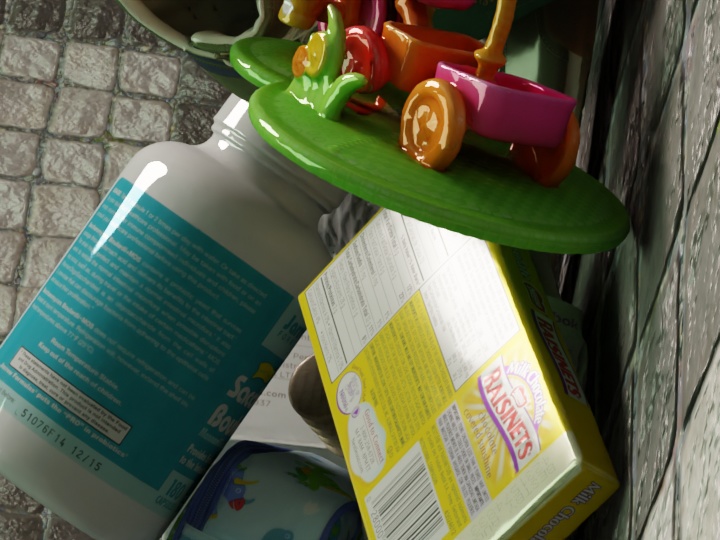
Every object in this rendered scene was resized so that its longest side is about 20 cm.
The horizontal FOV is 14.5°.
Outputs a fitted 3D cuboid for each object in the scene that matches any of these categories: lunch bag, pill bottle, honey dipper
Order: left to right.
[{"bbox_3d":[-0.086,0.020,1.284,0.200,0.111,0.111,-55,2,-1],"label":"pill bottle"},{"bbox_3d":[-0.058,0.181,1.325,0.201,0.082,0.161,-66,-15,4],"label":"lunch bag"},{"bbox_3d":[0.017,0.099,1.399,0.200,0.038,0.038,53,-143,-55],"label":"honey dipper"}]

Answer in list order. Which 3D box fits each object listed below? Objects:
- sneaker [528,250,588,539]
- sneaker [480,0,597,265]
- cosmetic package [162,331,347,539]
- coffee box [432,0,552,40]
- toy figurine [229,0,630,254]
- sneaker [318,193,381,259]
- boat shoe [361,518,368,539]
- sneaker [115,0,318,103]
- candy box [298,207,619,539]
[{"bbox_3d":[0.050,0.067,1.114,0.100,0.075,0.201,118,158,-43],"label":"sneaker"},{"bbox_3d":[0.044,-0.051,1.212,0.067,0.089,0.201,-84,3,-64],"label":"sneaker"},{"bbox_3d":[-0.021,0.084,1.602,0.200,0.167,0.167,100,176,-55],"label":"cosmetic package"},{"bbox_3d":[0.068,-0.198,1.169,0.123,0.044,0.201,-23,50,43],"label":"coffee box"},{"bbox_3d":[0.044,-0.130,1.051,0.200,0.150,0.185,40,117,51],"label":"toy figurine"},{"bbox_3d":[0.000,0.000,1.342,0.200,0.075,0.116,-31,65,46],"label":"sneaker"},{"bbox_3d":[0.039,0.143,1.235,0.060,0.075,0.201,106,160,-74],"label":"boat shoe"},{"bbox_3d":[-0.050,-0.105,1.187,0.067,0.200,0.090,-48,29,9],"label":"sneaker"},{"bbox_3d":[0.033,0.043,1.087,0.102,0.026,0.200,-44,36,21],"label":"candy box"}]
